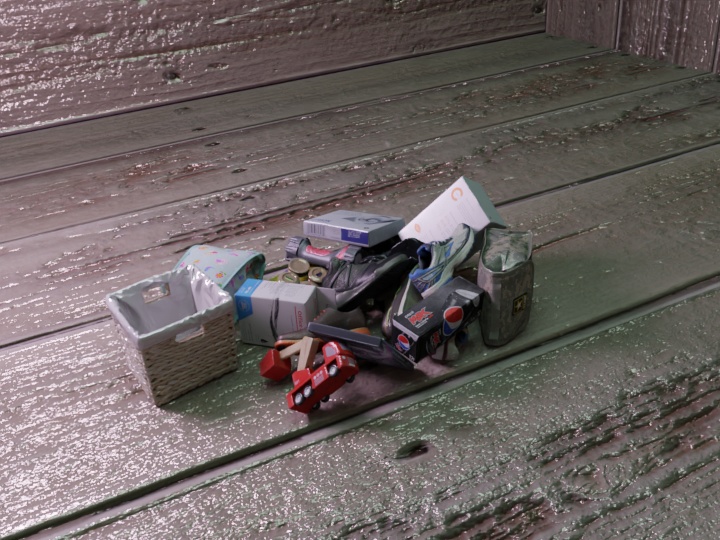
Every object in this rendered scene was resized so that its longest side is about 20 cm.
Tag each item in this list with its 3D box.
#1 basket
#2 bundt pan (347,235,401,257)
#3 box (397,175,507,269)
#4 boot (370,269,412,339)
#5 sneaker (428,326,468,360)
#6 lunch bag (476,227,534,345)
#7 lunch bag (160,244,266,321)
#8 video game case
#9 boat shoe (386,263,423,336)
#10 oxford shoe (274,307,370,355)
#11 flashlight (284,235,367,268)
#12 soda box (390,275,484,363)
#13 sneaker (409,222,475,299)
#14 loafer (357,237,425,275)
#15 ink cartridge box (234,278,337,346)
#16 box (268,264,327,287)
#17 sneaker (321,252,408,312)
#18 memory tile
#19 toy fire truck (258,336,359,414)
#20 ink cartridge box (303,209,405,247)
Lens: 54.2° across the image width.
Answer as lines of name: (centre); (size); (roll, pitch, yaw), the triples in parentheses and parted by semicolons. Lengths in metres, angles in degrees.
basket: (-0.357, 0.118, 1.360); (0.195, 0.165, 0.199); (-23, 33, -29)
bundt pan: (0.051, -0.036, 1.659); (0.196, 0.078, 0.203); (-4, 28, 2)
box: (0.201, -0.088, 1.551); (0.097, 0.199, 0.126); (7, 48, -55)
boot: (0.059, 0.080, 1.486); (0.095, 0.076, 0.201); (-15, 28, 32)
sneaker: (0.175, 0.110, 1.397); (0.088, 0.076, 0.201); (16, 37, 12)
lunch bag: (0.286, 0.032, 1.406); (0.114, 0.168, 0.201); (6, 30, 13)
lunch bag: (-0.319, 0.019, 1.573); (0.166, 0.124, 0.201); (5, 36, 19)
video game case: (0.005, 0.140, 1.270); (0.140, 0.200, 0.019); (11, 74, 25)
boat shoe: (0.102, 0.055, 1.417); (0.060, 0.072, 0.202); (-33, 17, 39)
oxford shoe: (-0.078, 0.116, 1.365); (0.195, 0.071, 0.074); (-6, 68, -28)
flashlight: (-0.079, -0.039, 1.599); (0.196, 0.070, 0.067); (16, 29, 32)
soda box: (0.145, 0.087, 1.305); (0.070, 0.065, 0.198); (30, 44, 34)
sneaker: (0.162, -0.034, 1.410); (0.085, 0.077, 0.202); (39, 56, -8)
loafer: (0.058, -0.005, 1.500); (0.197, 0.074, 0.072); (-24, -8, 23)
ink cartridge box: (-0.146, 0.092, 1.419); (0.195, 0.119, 0.068); (5, 30, 18)
box: (-0.138, 0.038, 1.587); (0.116, 0.049, 0.199); (20, 39, 37)
sneaker: (0.000, 0.000, 1.445); (0.197, 0.076, 0.116); (-34, 66, 14)
memory tile: (-0.091, 0.051, 1.513); (0.196, 0.017, 0.154); (24, 42, 12)
toy fire truck: (-0.094, 0.171, 1.252); (0.048, 0.199, 0.143); (24, 35, -41)
ink cartridge box: (0.001, -0.107, 1.646); (0.196, 0.042, 0.198); (11, 20, 35)
